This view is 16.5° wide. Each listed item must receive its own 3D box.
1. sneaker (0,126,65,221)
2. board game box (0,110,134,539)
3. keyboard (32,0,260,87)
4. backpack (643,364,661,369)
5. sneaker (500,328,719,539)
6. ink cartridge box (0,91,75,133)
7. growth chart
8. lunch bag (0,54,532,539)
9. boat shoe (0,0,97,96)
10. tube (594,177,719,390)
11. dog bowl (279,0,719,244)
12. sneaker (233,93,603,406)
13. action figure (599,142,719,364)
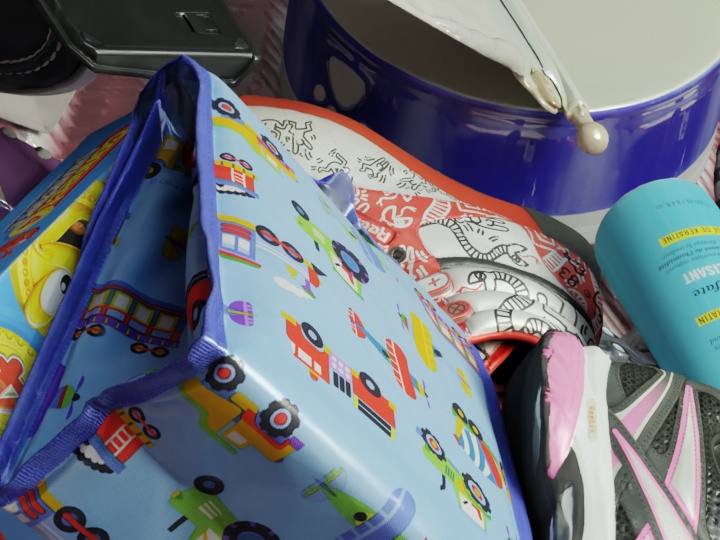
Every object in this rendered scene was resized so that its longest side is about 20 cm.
[{"bbox_3d":[-0.138,-0.028,0.903,0.201,0.073,0.114,51,34,-1],"label":"sneaker"},{"bbox_3d":[-0.058,0.068,0.809,0.200,0.056,0.196,56,33,-13],"label":"board game box"},{"bbox_3d":[-0.094,-0.137,0.895,0.127,0.021,0.200,-2,48,-40],"label":"keyboard"},{"bbox_3d":[0.111,0.132,0.892,0.167,0.127,0.200,27,33,-10],"label":"backpack"},{"bbox_3d":[0.093,0.109,0.766,0.086,0.080,0.200,7,60,-8],"label":"sneaker"},{"bbox_3d":[-0.135,-0.170,1.021,0.067,0.117,0.200,18,40,-25],"label":"ink cartridge box"},{"bbox_3d":[0.008,-0.129,0.972,0.200,0.018,0.145,25,28,-38],"label":"growth chart"},{"bbox_3d":[-0.017,0.027,0.775,0.151,0.094,0.200,44,29,-25],"label":"lunch bag"},{"bbox_3d":[-0.176,-0.112,0.917,0.200,0.076,0.060,20,16,36],"label":"boat shoe"},{"bbox_3d":[0.144,0.044,0.889,0.077,0.050,0.200,-9,40,-16],"label":"tube"},{"bbox_3d":[0.066,-0.105,1.100,0.199,0.079,0.200,5,43,-5],"label":"dog bowl"},{"bbox_3d":[0.001,-0.001,0.965,0.201,0.067,0.108,20,30,-7],"label":"sneaker"},{"bbox_3d":[0.147,0.016,1.082,0.200,0.105,0.194,22,29,-24],"label":"action figure"}]
